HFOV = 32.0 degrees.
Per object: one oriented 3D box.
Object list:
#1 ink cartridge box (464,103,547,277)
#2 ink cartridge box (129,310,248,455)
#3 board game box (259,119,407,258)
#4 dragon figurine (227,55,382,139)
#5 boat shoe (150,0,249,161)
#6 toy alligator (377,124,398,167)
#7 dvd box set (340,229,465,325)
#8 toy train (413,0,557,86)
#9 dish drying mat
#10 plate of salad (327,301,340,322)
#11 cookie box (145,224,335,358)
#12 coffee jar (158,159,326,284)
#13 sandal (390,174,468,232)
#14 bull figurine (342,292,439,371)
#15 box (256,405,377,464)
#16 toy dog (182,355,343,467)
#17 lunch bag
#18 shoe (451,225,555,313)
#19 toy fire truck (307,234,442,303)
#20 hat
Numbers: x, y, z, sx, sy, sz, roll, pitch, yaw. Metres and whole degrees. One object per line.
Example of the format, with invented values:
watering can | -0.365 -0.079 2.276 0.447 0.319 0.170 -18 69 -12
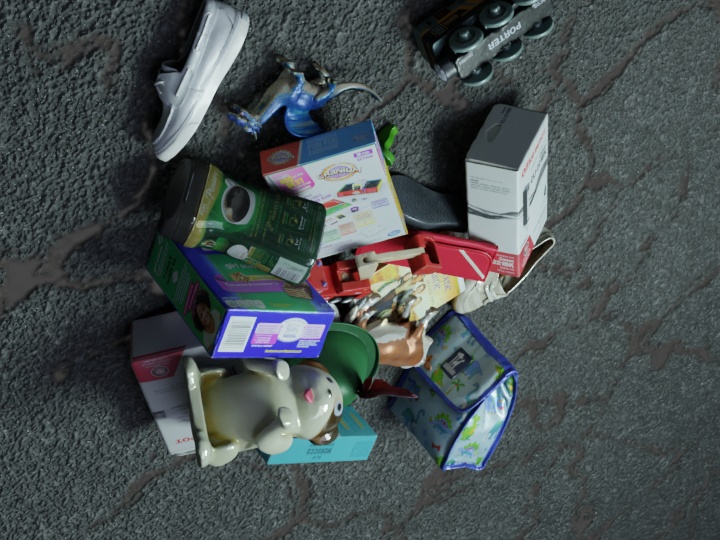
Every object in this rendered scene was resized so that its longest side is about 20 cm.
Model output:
ink cartridge box | 0.214 -0.117 1.824 0.202 0.083 0.145 82 29 -42
ink cartridge box | -0.217 0.148 1.704 0.144 0.085 0.202 -12 132 0
board game box | -0.032 -0.099 1.646 0.151 0.041 0.201 -15 144 5
dragon figurine | -0.075 -0.208 1.584 0.198 0.059 0.100 2 121 -39
boat shoe | -0.203 -0.224 1.468 0.068 0.072 0.201 25 113 -24
toy alligator | -0.016 -0.120 1.704 0.200 0.054 0.059 -41 138 -4
dvd box set | 0.064 0.025 1.902 0.199 0.029 0.147 -31 136 -15
toy train | 0.163 -0.324 1.640 0.199 0.114 0.086 -38 137 -9
dish drying mat | 0.094 -0.026 1.808 0.197 0.018 0.077 10 140 -8
plate of salad | -0.120 0.105 1.807 0.198 0.048 0.201 -23 142 -19
cookie box | -0.155 0.024 1.599 0.170 0.200 0.076 3 120 -40
coffee jar | -0.147 -0.061 1.558 0.198 0.105 0.085 20 154 -15
sandal | 0.092 -0.084 1.813 0.199 0.077 0.043 14 142 -44
bull figurine | 0.048 0.098 1.878 0.198 0.065 0.123 -1 122 -39
box | -0.076 0.251 1.933 0.198 0.082 0.050 5 118 -41
toy dog | -0.119 0.184 1.613 0.197 0.141 0.195 -9 153 -9
lunch bag | 0.155 0.191 2.004 0.126 0.170 0.202 7 119 -42
shoe | 0.226 -0.001 1.994 0.200 0.053 0.070 -43 138 -2
toy fire truck | 0.000 0.000 1.734 0.198 0.049 0.140 -3 161 -43
hat | -0.031 0.186 1.747 0.163 0.177 0.202 -6 134 -13
